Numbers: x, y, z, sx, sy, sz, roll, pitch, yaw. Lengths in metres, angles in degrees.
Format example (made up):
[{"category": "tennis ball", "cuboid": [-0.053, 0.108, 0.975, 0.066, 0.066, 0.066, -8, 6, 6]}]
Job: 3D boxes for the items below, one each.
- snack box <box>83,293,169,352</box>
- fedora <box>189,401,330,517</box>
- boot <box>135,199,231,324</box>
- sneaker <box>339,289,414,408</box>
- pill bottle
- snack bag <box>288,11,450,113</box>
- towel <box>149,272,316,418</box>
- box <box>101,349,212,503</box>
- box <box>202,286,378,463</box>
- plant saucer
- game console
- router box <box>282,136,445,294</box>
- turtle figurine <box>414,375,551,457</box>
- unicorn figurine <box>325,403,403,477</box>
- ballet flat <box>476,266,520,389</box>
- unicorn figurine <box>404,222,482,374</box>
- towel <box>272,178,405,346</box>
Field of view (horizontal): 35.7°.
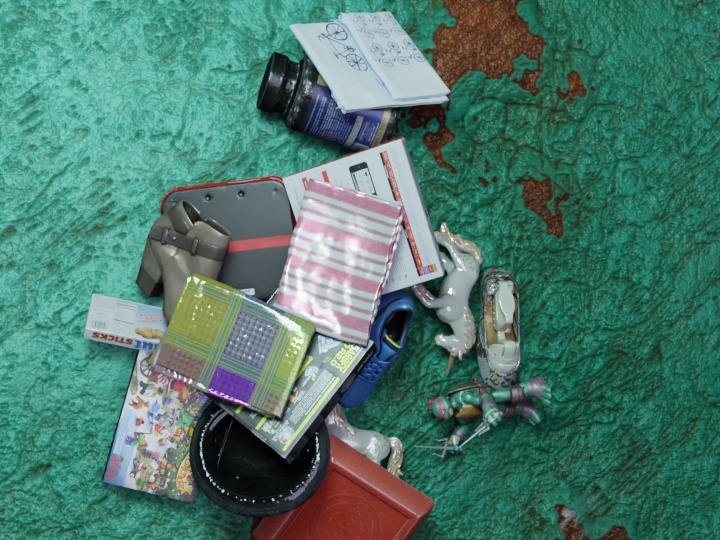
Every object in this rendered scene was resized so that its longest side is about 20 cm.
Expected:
[{"category": "snack box", "cuboid": [-0.287, 0.084, 1.586, 0.198, 0.072, 0.024, 13, 129, -14]}, {"category": "fedora", "cuboid": [-0.136, 0.259, 1.573, 0.198, 0.092, 0.203, -3, 70, 7]}, {"category": "boot", "cuboid": [-0.224, 0.006, 1.559, 0.200, 0.070, 0.147, 40, 107, 9]}, {"category": "sneaker", "cuboid": [0.019, 0.121, 1.634, 0.065, 0.079, 0.202, 22, 105, -21]}, {"category": "pill bottle", "cuboid": [-0.047, -0.247, 1.640, 0.198, 0.112, 0.113, 17, 84, -14]}, {"category": "snack bag", "cuboid": [0.011, -0.308, 1.628, 0.198, 0.021, 0.189, -12, 58, -34]}, {"category": "towel", "cuboid": [-0.173, 0.100, 1.506, 0.198, 0.023, 0.145, 21, 82, 7]}, {"category": "box", "cuboid": [-0.276, 0.217, 1.597, 0.135, 0.038, 0.202, 16, 84, -13]}, {"category": "box", "cuboid": [-0.098, 0.135, 1.537, 0.160, 0.044, 0.201, 35, 79, 17]}, {"category": "plant saucer", "cuboid": [-0.024, 0.369, 1.621, 0.199, 0.037, 0.200, 34, 101, -12]}, {"category": "game console", "cuboid": [-0.186, -0.040, 1.614, 0.197, 0.031, 0.179, -7, 94, 3]}, {"category": "router box", "cuboid": [0.006, -0.065, 1.576, 0.178, 0.049, 0.202, -16, 98, 9]}, {"category": "turtle figurine", "cuboid": [0.179, 0.210, 1.671, 0.198, 0.150, 0.102, -9, 74, -17]}, {"category": "unicorn figurine", "cuboid": [-0.023, 0.258, 1.652, 0.198, 0.074, 0.139, 20, 82, -29]}, {"category": "ballet flat", "cuboid": [0.215, 0.095, 1.715, 0.071, 0.072, 0.203, -2, 88, -14]}, {"category": "unicorn figurine", "cuboid": [0.131, 0.037, 1.685, 0.137, 0.074, 0.201, 30, 79, -13]}, {"category": "towel", "cuboid": [-0.032, -0.013, 1.517, 0.145, 0.030, 0.202, 16, 87, 12]}]
